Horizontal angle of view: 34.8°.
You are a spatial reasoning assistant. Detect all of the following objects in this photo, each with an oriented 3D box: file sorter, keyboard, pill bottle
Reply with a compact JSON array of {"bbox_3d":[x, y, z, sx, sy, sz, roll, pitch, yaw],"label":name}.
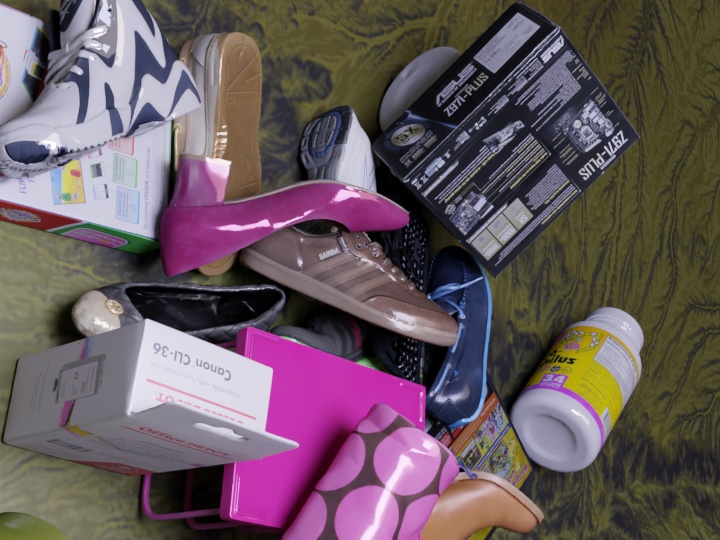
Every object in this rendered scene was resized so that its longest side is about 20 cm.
[{"bbox_3d":[-0.060,0.147,0.924,0.199,0.125,0.140,23,63,-41],"label":"file sorter"},{"bbox_3d":[0.046,0.006,1.068,0.104,0.039,0.201,46,37,-40],"label":"keyboard"},{"bbox_3d":[0.249,0.125,1.285,0.200,0.104,0.105,-46,112,-45],"label":"pill bottle"},{"bbox_3d":[0.123,-0.133,1.215,0.200,0.114,0.115,37,54,-34],"label":"pill bottle"}]

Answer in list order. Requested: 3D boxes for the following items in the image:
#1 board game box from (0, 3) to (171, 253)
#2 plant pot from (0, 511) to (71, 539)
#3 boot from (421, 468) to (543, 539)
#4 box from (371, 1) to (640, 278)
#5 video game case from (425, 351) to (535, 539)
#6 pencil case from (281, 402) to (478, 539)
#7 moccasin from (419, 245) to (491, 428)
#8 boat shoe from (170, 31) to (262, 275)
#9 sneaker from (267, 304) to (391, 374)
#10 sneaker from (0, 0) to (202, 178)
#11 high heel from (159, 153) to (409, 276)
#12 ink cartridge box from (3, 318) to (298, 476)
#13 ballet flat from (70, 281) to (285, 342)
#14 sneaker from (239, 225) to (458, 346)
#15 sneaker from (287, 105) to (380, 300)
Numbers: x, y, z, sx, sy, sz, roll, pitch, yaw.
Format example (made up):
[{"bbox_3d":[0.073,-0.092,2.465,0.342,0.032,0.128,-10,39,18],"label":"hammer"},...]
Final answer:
[{"bbox_3d":[-0.235,-0.108,0.872,0.199,0.040,0.154,16,67,-44],"label":"board game box"},{"bbox_3d":[-0.251,0.236,0.662,0.193,0.199,0.202,-23,96,-60],"label":"plant pot"},{"bbox_3d":[0.062,0.248,1.043,0.199,0.074,0.156,24,74,-15],"label":"boot"},{"bbox_3d":[0.140,-0.124,1.105,0.164,0.200,0.086,41,6,-36],"label":"box"},{"bbox_3d":[0.091,0.186,1.154,0.200,0.025,0.182,-41,109,-46],"label":"video game case"},{"bbox_3d":[-0.006,0.199,0.819,0.200,0.090,0.094,-52,153,-19],"label":"pencil case"},{"bbox_3d":[0.086,0.052,1.125,0.068,0.080,0.201,26,43,-30],"label":"moccasin"},{"bbox_3d":[-0.128,-0.099,0.966,0.074,0.069,0.202,-1,100,-55],"label":"boat shoe"},{"bbox_3d":[-0.026,0.061,1.035,0.199,0.076,0.084,5,69,-57],"label":"sneaker"},{"bbox_3d":[-0.207,-0.150,0.826,0.199,0.079,0.130,-32,101,-47],"label":"sneaker"},{"bbox_3d":[-0.059,-0.028,0.918,0.198,0.067,0.097,10,85,-22],"label":"high heel"},{"bbox_3d":[-0.142,0.091,0.795,0.116,0.199,0.068,26,61,-40],"label":"ink cartridge box"},{"bbox_3d":[-0.143,0.028,0.911,0.199,0.057,0.067,-1,54,-51],"label":"ballet flat"},{"bbox_3d":[0.000,0.000,0.971,0.199,0.070,0.076,23,88,-5],"label":"sneaker"},{"bbox_3d":[-0.019,-0.057,1.073,0.087,0.074,0.201,41,52,-39],"label":"sneaker"}]
